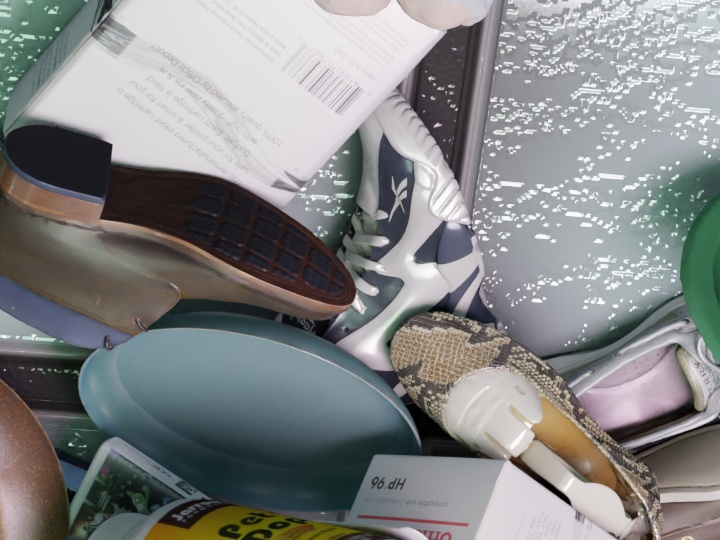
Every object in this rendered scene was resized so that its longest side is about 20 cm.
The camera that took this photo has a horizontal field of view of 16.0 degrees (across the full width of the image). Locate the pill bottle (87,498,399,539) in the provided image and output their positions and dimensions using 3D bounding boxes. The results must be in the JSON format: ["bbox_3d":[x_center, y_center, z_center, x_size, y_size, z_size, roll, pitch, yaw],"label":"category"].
[{"bbox_3d":[-0.057,0.182,1.363,0.200,0.109,0.109,7,123,38],"label":"pill bottle"}]

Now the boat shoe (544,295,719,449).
[{"bbox_3d":[0.171,0.069,1.496,0.202,0.065,0.074,-18,116,3],"label":"boat shoe"}]

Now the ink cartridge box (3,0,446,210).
[{"bbox_3d":[-0.075,-0.113,1.380,0.145,0.083,0.200,38,107,-20],"label":"ink cartridge box"}]

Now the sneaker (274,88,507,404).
[{"bbox_3d":[0.000,0.000,1.441,0.130,0.079,0.199,-22,125,-4],"label":"sneaker"}]

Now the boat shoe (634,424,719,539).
[{"bbox_3d":[0.184,0.143,1.530,0.200,0.072,0.060,-17,114,8],"label":"boat shoe"}]

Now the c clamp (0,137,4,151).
[{"bbox_3d":[-0.270,-0.045,1.426,0.200,0.027,0.171,-38,105,9],"label":"c clamp"}]

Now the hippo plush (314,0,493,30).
[{"bbox_3d":[0.062,-0.210,1.258,0.159,0.161,0.200,44,73,-20],"label":"hippo plush"}]

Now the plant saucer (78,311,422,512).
[{"bbox_3d":[-0.060,0.077,1.452,0.200,0.027,0.200,11,149,7],"label":"plant saucer"}]

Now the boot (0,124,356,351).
[{"bbox_3d":[-0.107,0.000,1.355,0.200,0.075,0.097,23,125,-7],"label":"boot"}]

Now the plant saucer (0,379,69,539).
[{"bbox_3d":[-0.268,0.140,1.473,0.200,0.037,0.201,3,104,12],"label":"plant saucer"}]

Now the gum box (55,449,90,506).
[{"bbox_3d":[-0.152,0.228,1.555,0.170,0.045,0.200,25,109,-15],"label":"gum box"}]

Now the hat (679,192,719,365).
[{"bbox_3d":[0.248,0.070,1.471,0.166,0.200,0.176,-28,159,-28],"label":"hat"}]

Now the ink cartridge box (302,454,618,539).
[{"bbox_3d":[0.071,0.158,1.416,0.200,0.116,0.068,37,66,-33],"label":"ink cartridge box"}]

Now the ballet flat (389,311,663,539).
[{"bbox_3d":[0.101,0.097,1.424,0.200,0.075,0.068,40,104,-24],"label":"ballet flat"}]

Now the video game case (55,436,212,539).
[{"bbox_3d":[-0.114,0.225,1.479,0.182,0.023,0.200,32,110,11],"label":"video game case"}]
